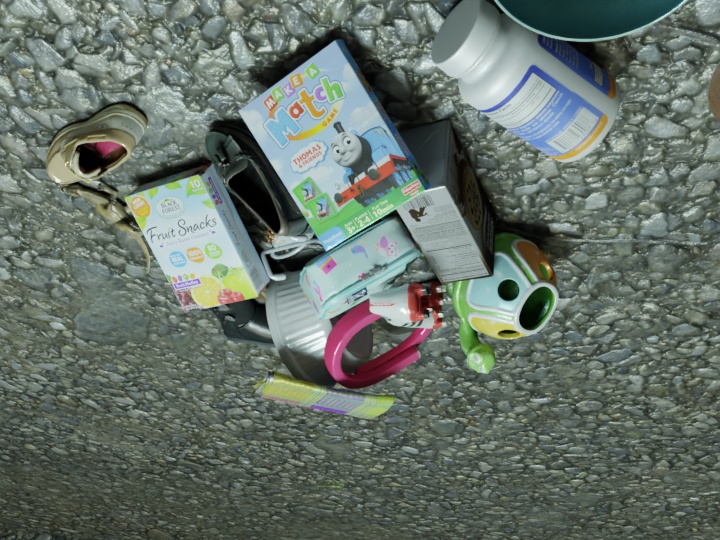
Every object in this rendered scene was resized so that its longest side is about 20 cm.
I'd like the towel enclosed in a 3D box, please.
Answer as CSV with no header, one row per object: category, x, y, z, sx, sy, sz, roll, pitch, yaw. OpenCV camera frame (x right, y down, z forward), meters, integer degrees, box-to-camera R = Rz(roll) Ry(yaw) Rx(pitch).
towel,-0.059,0.190,1.245,0.198,0.023,0.144,13,159,-10

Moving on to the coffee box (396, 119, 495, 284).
coffee box,0.114,-0.085,1.092,0.079,0.114,0.200,-10,143,23

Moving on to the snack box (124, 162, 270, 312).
snack box,-0.239,-0.044,1.208,0.141,0.053,0.201,-12,114,25

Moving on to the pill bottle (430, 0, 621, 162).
pill bottle,0.178,-0.211,0.897,0.199,0.113,0.112,27,142,-24

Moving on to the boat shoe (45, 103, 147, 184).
boat shoe,-0.374,-0.159,1.122,0.199,0.070,0.074,-23,136,37

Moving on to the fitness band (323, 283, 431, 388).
fitness band,0.035,0.099,1.230,0.199,0.037,0.144,-28,136,-20

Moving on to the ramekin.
ramekin,-0.057,0.084,1.310,0.094,0.204,0.202,-22,137,21

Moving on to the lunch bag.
lunch bag,0.000,0.000,1.135,0.159,0.078,0.200,-26,175,-11

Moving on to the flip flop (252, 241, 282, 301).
flip flop,-0.169,0.014,1.324,0.057,0.082,0.200,-23,142,20

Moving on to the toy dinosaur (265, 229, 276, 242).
toy dinosaur,-0.050,-0.111,1.081,0.136,0.102,0.200,47,133,-1

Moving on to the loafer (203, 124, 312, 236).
loafer,-0.140,-0.118,1.051,0.200,0.063,0.072,43,127,19

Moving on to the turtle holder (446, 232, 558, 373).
turtle holder,0.200,0.041,1.178,0.185,0.132,0.141,-40,127,-8

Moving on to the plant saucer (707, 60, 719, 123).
plant saucer,0.496,-0.203,0.914,0.198,0.035,0.201,6,145,4

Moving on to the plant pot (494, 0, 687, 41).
plant pot,0.203,-0.322,0.709,0.198,0.136,0.201,6,145,4

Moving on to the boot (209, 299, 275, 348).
boot,-0.194,0.052,1.405,0.163,0.066,0.201,-4,139,15

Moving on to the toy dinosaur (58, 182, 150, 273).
toy dinosaur,-0.364,-0.081,1.265,0.101,0.058,0.200,-4,139,43

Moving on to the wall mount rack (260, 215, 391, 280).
wall mount rack,-0.052,-0.052,1.218,0.173,0.075,0.200,-14,157,-30

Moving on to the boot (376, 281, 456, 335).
boot,0.102,0.038,1.324,0.199,0.073,0.182,-8,141,33

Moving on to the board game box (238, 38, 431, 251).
board game box,-0.032,-0.146,0.978,0.151,0.037,0.201,-30,96,22

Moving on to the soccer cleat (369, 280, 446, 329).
soccer cleat,0.070,0.047,1.140,0.084,0.069,0.200,-1,176,16
